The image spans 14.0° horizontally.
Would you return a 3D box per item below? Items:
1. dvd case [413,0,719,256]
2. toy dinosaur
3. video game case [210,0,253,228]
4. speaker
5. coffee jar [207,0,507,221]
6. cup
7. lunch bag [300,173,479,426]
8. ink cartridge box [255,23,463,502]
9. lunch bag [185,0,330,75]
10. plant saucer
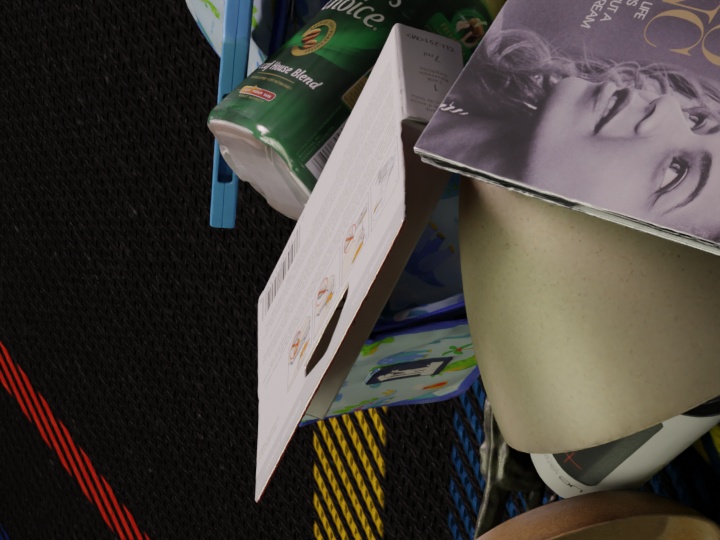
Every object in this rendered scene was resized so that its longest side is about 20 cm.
[{"bbox_3d":[0.142,-0.087,1.390,0.200,0.149,0.016,19,157,33],"label":"dvd case"},{"bbox_3d":[0.101,0.125,1.881,0.047,0.088,0.200,8,91,28],"label":"toy dinosaur"},{"bbox_3d":[-0.074,-0.137,1.749,0.200,0.018,0.143,99,174,-59],"label":"video game case"},{"bbox_3d":[0.162,0.075,1.710,0.081,0.081,0.200,59,159,9],"label":"speaker"},{"bbox_3d":[0.015,-0.119,1.652,0.085,0.200,0.104,52,164,-25],"label":"coffee jar"},{"bbox_3d":[0.128,-0.021,1.483,0.143,0.200,0.200,60,160,-14],"label":"cup"},{"bbox_3d":[0.039,0.002,1.725,0.127,0.200,0.170,47,156,6],"label":"lunch bag"},{"bbox_3d":[0.000,0.000,1.512,0.174,0.044,0.200,-93,25,-52],"label":"ink cartridge box"},{"bbox_3d":[-0.045,-0.185,1.876,0.161,0.082,0.200,52,158,18],"label":"lunch bag"},{"bbox_3d":[0.123,0.182,1.782,0.200,0.200,0.035,103,151,-59],"label":"plant saucer"}]
